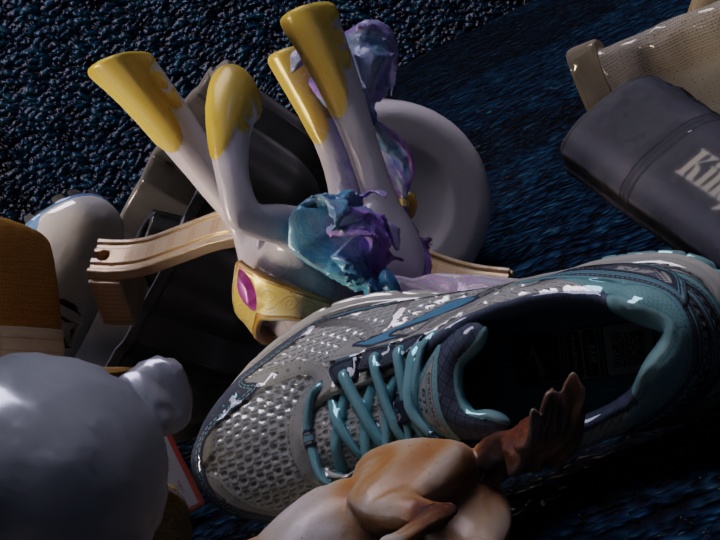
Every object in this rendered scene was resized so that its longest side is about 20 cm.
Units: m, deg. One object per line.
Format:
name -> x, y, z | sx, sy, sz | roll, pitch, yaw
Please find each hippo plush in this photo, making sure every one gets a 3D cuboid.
hippo plush -> -0.133, 0.029, 0.778 | 0.200, 0.161, 0.159 | 148, 140, -65

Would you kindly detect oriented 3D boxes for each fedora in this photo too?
fedora -> -0.197, 0.015, 1.108 | 0.201, 0.082, 0.201 | 2, -4, 0

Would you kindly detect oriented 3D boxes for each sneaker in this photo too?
sneaker -> 0.027, 0.037, 0.830 | 0.200, 0.078, 0.086 | -19, -5, 18
sneaker -> -0.171, 0.054, 1.232 | 0.072, 0.072, 0.200 | 31, 89, 45

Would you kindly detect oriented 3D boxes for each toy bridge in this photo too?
toy bridge -> -0.025, 0.001, 1.097 | 0.200, 0.067, 0.027 | 4, 51, 16

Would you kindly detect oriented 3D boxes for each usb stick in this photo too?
usb stick -> 0.136, -0.020, 0.875 | 0.055, 0.033, 0.200 | -32, 32, -9

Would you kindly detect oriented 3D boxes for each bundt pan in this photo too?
bundt pan -> -0.078, -0.001, 1.255 | 0.202, 0.076, 0.202 | -59, 14, 25

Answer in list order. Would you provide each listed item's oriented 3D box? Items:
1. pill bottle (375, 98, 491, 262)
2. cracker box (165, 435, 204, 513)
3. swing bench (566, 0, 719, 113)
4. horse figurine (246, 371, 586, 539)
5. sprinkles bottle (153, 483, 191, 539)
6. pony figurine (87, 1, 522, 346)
pill bottle -> 0.004, -0.043, 1.413 | 0.112, 0.112, 0.200 | -25, 7, -4
cracker box -> -0.182, 0.123, 1.061 | 0.200, 0.058, 0.134 | -27, 6, -24
swing bench -> 0.229, -0.100, 1.064 | 0.199, 0.130, 0.200 | -19, 15, 35
horse figurine -> -0.010, 0.091, 0.764 | 0.200, 0.050, 0.133 | -29, 9, 10
sprinkles bottle -> -0.158, 0.074, 0.915 | 0.200, 0.068, 0.068 | 22, 34, 28
pony figurine -> 0.000, 0.000, 0.971 | 0.167, 0.200, 0.193 | -27, -11, 39
